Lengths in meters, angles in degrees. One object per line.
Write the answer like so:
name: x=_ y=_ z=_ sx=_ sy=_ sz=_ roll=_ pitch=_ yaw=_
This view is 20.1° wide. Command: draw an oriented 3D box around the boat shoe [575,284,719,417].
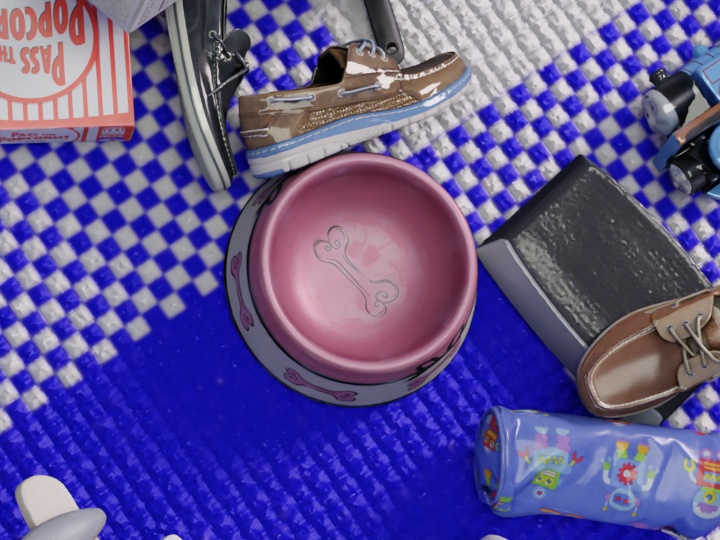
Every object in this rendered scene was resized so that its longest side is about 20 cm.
boat shoe: x=0.253 y=0.049 z=1.530 sx=0.199 sy=0.072 sz=0.076 roll=-27 pitch=88 yaw=-15

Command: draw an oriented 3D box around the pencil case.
pencil case: x=0.184 y=0.155 z=1.539 sx=0.199 sy=0.078 sz=0.087 roll=8 pitch=87 yaw=-10

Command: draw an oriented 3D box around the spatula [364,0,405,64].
spatula: x=0.000 y=-0.257 z=1.605 sx=0.056 sy=0.021 sz=0.201 roll=-17 pitch=86 yaw=-1

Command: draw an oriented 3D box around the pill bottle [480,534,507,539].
pill bottle: x=0.066 y=0.298 z=1.472 sx=0.111 sy=0.111 sz=0.200 roll=46 pitch=75 yaw=0

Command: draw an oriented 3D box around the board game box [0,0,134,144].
board game box: x=-0.252 y=-0.196 z=1.531 sx=0.151 sy=0.046 sz=0.201 roll=-4 pitch=80 yaw=-12

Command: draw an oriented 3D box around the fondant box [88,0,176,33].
fondant box: x=-0.160 y=-0.276 z=1.495 sx=0.144 sy=0.058 sz=0.200 roll=40 pitch=42 yaw=5

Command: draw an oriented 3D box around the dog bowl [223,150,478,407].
dog bowl: x=0.000 y=0.000 z=1.533 sx=0.199 sy=0.074 sz=0.201 roll=2 pitch=80 yaw=-10

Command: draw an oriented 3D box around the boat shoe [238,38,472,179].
boat shoe: x=-0.003 y=-0.136 z=1.537 sx=0.200 sy=0.072 sz=0.073 roll=-26 pitch=104 yaw=-29

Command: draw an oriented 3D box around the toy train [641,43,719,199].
toy train: x=0.313 y=-0.142 z=1.618 sx=0.200 sy=0.087 sz=0.114 roll=-33 pitch=78 yaw=-12

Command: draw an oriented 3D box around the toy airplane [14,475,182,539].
toy airplane: x=-0.173 y=0.263 z=1.417 sx=0.199 sy=0.141 sz=0.200 roll=19 pitch=76 yaw=-7

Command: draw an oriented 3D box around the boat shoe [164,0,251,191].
boat shoe: x=-0.112 y=-0.159 z=1.541 sx=0.062 sy=0.075 sz=0.201 roll=-8 pitch=76 yaw=-6

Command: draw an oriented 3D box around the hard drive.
hard drive: x=0.200 y=0.017 z=1.585 sx=0.135 sy=0.042 sz=0.200 roll=-41 pitch=90 yaw=-15
